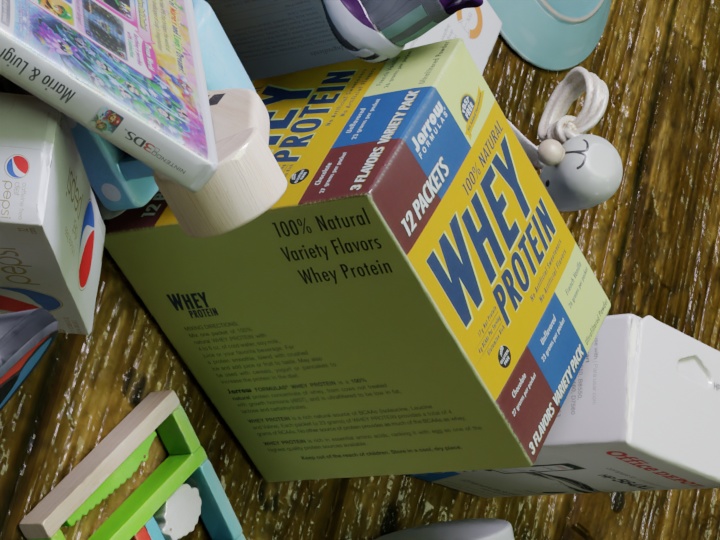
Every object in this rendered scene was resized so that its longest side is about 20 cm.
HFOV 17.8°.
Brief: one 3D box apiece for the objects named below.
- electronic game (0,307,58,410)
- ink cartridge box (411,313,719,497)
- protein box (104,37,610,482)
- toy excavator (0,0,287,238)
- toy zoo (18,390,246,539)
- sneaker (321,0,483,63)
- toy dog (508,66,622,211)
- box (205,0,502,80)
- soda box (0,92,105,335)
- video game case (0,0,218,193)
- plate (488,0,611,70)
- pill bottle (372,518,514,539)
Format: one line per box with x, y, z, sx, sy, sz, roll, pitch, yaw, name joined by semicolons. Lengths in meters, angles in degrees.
-0.208;0.095;1.049;0.042;0.200;0.200;42;46;-1;electronic game
0.125;0.090;1.461;0.146;0.199;0.085;22;68;-48;ink cartridge box
0.000;0.000;1.314;0.200;0.198;0.135;58;44;-29;protein box
-0.097;-0.085;1.195;0.100;0.199;0.195;60;41;-26;toy excavator
-0.106;0.187;1.295;0.131;0.020;0.201;-45;120;-45;toy zoo
0.010;-0.219;1.264;0.074;0.087;0.201;0;71;-61;sneaker
0.065;-0.051;1.440;0.096;0.200;0.132;26;38;-29;toy dog
-0.016;-0.170;1.400;0.200;0.097;0.125;51;48;-34;box
-0.170;-0.024;1.119;0.200;0.068;0.064;90;5;-75;soda box
-0.151;-0.136;1.087;0.182;0.024;0.200;32;22;-26;video game case
0.139;-0.246;1.671;0.200;0.025;0.202;9;78;-51;plate
0.061;0.262;1.426;0.114;0.113;0.201;-13;95;-52;pill bottle
